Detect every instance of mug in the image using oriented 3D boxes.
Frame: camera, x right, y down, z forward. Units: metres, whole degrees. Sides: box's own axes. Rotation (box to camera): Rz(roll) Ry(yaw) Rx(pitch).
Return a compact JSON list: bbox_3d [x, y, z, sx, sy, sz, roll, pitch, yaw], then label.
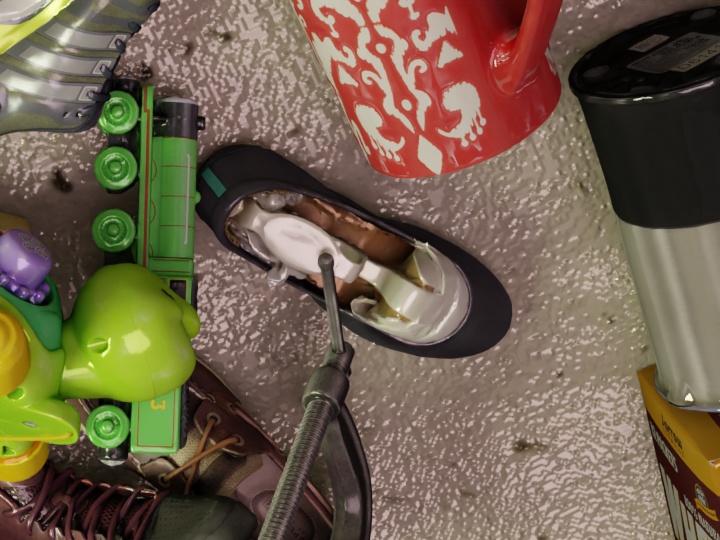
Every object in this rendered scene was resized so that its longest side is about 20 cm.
[{"bbox_3d":[0.024,-0.149,1.234,0.133,0.178,0.200,-27,117,-8],"label":"mug"}]

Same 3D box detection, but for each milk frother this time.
[{"bbox_3d":[0.228,-0.032,1.301,0.180,0.200,0.189,-22,112,-8],"label":"milk frother"}]

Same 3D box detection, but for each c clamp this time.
[{"bbox_3d":[-0.030,0.121,1.279,0.027,0.200,0.171,2,138,18],"label":"c clamp"}]

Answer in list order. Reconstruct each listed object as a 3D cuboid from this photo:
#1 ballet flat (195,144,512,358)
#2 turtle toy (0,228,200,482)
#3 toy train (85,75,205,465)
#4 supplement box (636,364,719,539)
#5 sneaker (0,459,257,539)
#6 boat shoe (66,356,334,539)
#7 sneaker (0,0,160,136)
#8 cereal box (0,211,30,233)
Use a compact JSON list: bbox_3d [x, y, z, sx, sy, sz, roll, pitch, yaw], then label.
[{"bbox_3d":[0.000,0.000,1.333,0.200,0.073,0.073,29,101,-20],"label":"ballet flat"},{"bbox_3d":[-0.179,0.030,1.224,0.199,0.146,0.101,14,64,4],"label":"turtle toy"},{"bbox_3d":[-0.110,0.000,1.291,0.056,0.042,0.201,2,87,-4],"label":"toy train"},{"bbox_3d":[0.283,0.139,1.406,0.197,0.133,0.200,-17,112,-5],"label":"supplement box"},{"bbox_3d":[-0.148,0.129,1.302,0.200,0.076,0.116,-25,108,46],"label":"sneaker"},{"bbox_3d":[-0.078,0.101,1.344,0.072,0.072,0.200,-48,113,-8],"label":"boat shoe"},{"bbox_3d":[-0.138,-0.116,1.251,0.200,0.074,0.081,-28,105,14],"label":"sneaker"},{"bbox_3d":[-0.267,0.050,1.310,0.144,0.040,0.200,14,106,-16],"label":"cereal box"}]
